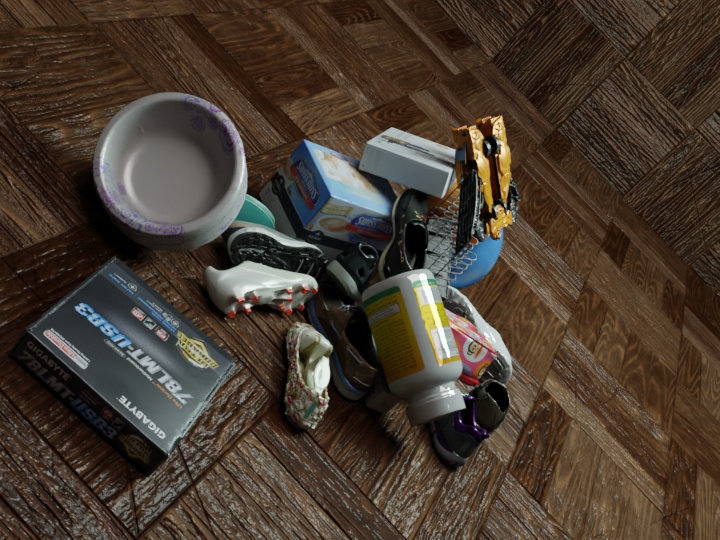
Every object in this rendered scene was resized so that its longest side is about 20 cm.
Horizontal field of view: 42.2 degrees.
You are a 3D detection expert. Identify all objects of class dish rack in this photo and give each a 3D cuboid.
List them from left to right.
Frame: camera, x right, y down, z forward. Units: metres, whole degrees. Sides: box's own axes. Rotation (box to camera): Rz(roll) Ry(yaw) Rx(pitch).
[{"bbox_3d":[0.149,-0.057,1.470,0.054,0.200,0.156,15,59,-15],"label":"dish rack"}]

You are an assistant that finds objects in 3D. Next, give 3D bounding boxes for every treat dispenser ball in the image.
[{"bbox_3d":[0.162,-0.067,1.708,0.199,0.201,0.202,33,29,-21],"label":"treat dispenser ball"}]

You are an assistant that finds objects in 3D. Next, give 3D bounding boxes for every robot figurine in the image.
[{"bbox_3d":[0.211,-0.150,1.576,0.144,0.058,0.204,-24,112,-42],"label":"robot figurine"}]

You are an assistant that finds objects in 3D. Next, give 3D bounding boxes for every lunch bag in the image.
[{"bbox_3d":[0.111,0.090,1.486,0.175,0.083,0.200,34,4,-24],"label":"lunch bag"}]

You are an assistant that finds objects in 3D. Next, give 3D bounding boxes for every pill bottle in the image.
[{"bbox_3d":[0.080,0.111,1.326,0.112,0.112,0.203,-1,70,-55],"label":"pill bottle"}]

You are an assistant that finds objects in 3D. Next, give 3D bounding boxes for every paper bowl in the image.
[{"bbox_3d":[-0.249,-0.125,1.244,0.201,0.200,0.105,50,-13,11],"label":"paper bowl"}]

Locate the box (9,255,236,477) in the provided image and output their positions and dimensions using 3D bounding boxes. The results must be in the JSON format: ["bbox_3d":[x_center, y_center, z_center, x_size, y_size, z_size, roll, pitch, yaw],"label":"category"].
[{"bbox_3d":[-0.257,0.099,1.050,0.200,0.050,0.199,42,26,-5],"label":"box"}]

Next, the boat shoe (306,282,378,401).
[{"bbox_3d":[-0.018,0.090,1.372,0.072,0.072,0.202,18,38,-45],"label":"boat shoe"}]

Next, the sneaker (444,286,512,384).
[{"bbox_3d":[0.200,0.112,1.669,0.202,0.077,0.099,56,20,1],"label":"sneaker"}]

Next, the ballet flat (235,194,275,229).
[{"bbox_3d":[-0.210,-0.102,1.382,0.198,0.068,0.071,20,23,-43],"label":"ballet flat"}]

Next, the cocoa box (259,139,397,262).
[{"bbox_3d":[-0.041,-0.104,1.548,0.198,0.131,0.135,14,39,-46],"label":"cocoa box"}]

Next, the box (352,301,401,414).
[{"bbox_3d":[0.021,0.125,1.416,0.038,0.041,0.202,29,32,-29],"label":"box"}]

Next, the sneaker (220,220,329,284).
[{"bbox_3d":[-0.125,-0.029,1.393,0.199,0.075,0.079,26,12,-43],"label":"sneaker"}]

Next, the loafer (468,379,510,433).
[{"bbox_3d":[0.217,0.216,1.516,0.073,0.071,0.200,47,17,5],"label":"loafer"}]

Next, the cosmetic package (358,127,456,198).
[{"bbox_3d":[0.094,-0.189,1.607,0.148,0.052,0.200,22,20,7],"label":"cosmetic package"}]

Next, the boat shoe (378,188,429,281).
[{"bbox_3d":[0.083,-0.058,1.496,0.074,0.062,0.203,46,42,-29],"label":"boat shoe"}]

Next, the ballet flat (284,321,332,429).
[{"bbox_3d":[-0.064,0.130,1.264,0.075,0.064,0.202,30,30,-24],"label":"ballet flat"}]

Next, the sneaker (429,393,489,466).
[{"bbox_3d":[0.136,0.195,1.430,0.074,0.088,0.202,16,39,-44],"label":"sneaker"}]

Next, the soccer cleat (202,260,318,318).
[{"bbox_3d":[-0.135,0.018,1.317,0.198,0.070,0.078,-2,49,-52],"label":"soccer cleat"}]

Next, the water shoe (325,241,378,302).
[{"bbox_3d":[0.000,0.000,1.460,0.072,0.079,0.200,49,2,3],"label":"water shoe"}]
